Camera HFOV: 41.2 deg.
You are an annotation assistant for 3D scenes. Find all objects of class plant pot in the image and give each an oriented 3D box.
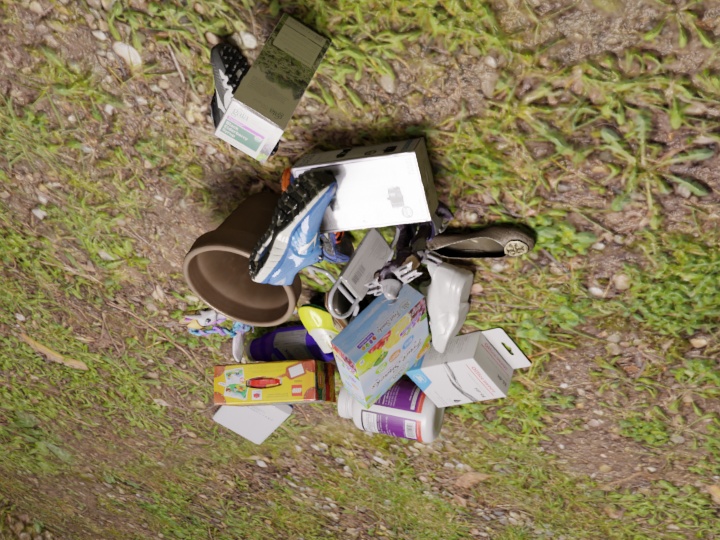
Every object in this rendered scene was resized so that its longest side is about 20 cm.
[{"bbox_3d":[-0.173,-0.032,1.604,0.199,0.175,0.201,14,141,12],"label":"plant pot"}]

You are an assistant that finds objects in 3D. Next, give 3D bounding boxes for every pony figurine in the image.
[{"bbox_3d":[-0.215,0.071,1.756,0.199,0.167,0.193,-19,169,7],"label":"pony figurine"}]

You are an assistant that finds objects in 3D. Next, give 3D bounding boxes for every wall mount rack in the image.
[{"bbox_3d":[0.000,0.000,1.563,0.074,0.200,0.174,16,155,42],"label":"wall mount rack"}]

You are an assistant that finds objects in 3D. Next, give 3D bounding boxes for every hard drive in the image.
[{"bbox_3d":[-0.250,0.327,2.194,0.132,0.025,0.200,31,142,-9],"label":"hard drive"}]

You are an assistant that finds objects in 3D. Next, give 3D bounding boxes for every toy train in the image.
[{"bbox_3d":[-0.029,0.047,1.739,0.046,0.034,0.200,37,141,-22],"label":"toy train"}]

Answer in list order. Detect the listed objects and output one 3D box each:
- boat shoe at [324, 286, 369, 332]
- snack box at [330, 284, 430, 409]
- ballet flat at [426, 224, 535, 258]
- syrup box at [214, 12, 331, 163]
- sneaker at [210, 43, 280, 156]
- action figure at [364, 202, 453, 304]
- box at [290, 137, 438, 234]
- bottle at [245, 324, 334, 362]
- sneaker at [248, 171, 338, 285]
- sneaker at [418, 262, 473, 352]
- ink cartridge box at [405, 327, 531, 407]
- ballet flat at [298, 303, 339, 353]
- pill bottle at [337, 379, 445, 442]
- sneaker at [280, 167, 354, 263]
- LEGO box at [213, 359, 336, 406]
[{"bbox_3d":[-0.016,0.089,1.706,0.074,0.076,0.200,-8,153,26],"label":"boat shoe"},{"bbox_3d":[0.039,0.128,1.647,0.068,0.169,0.200,40,163,24],"label":"snack box"},{"bbox_3d":[0.178,-0.037,1.520,0.199,0.046,0.068,2,138,26],"label":"ballet flat"},{"bbox_3d":[-0.117,-0.249,1.295,0.079,0.200,0.081,30,142,-10],"label":"syrup box"},{"bbox_3d":[-0.197,-0.251,1.444,0.090,0.067,0.200,0,139,24],"label":"sneaker"},{"bbox_3d":[0.075,-0.025,1.462,0.130,0.200,0.069,-14,130,39],"label":"action figure"},{"bbox_3d":[0.007,-0.127,1.445,0.199,0.060,0.117,-7,116,21],"label":"box"},{"bbox_3d":[-0.140,0.149,1.891,0.199,0.066,0.084,-9,140,35],"label":"bottle"},{"bbox_3d":[-0.088,-0.060,1.442,0.089,0.079,0.200,19,117,-33],"label":"sneaker"},{"bbox_3d":[0.137,0.056,1.647,0.088,0.075,0.201,26,139,18],"label":"sneaker"},{"bbox_3d":[0.197,0.180,1.753,0.199,0.067,0.116,-17,126,41],"label":"ink cartridge box"},{"bbox_3d":[-0.040,0.132,1.787,0.067,0.067,0.200,-18,139,41],"label":"ballet flat"},{"bbox_3d":[0.061,0.269,1.893,0.199,0.113,0.113,8,140,20],"label":"pill bottle"},{"bbox_3d":[-0.057,-0.087,1.564,0.078,0.076,0.200,-8,134,28],"label":"sneaker"},{"bbox_3d":[-0.161,0.218,1.839,0.199,0.078,0.149,-5,170,14],"label":"LEGO box"}]
